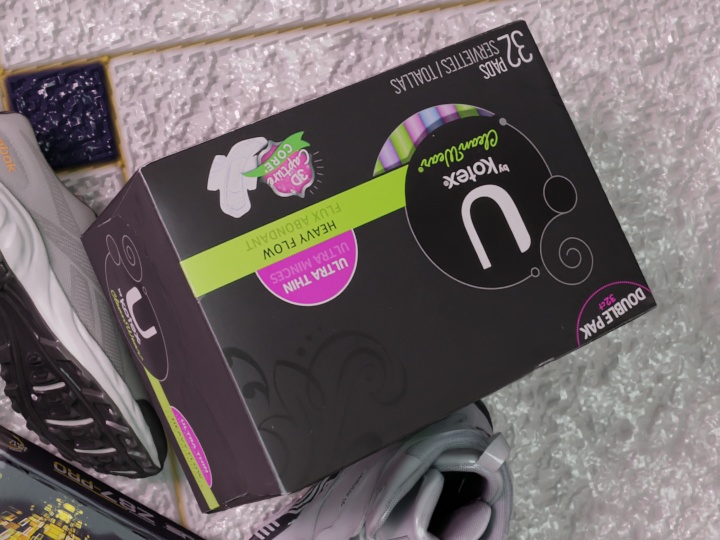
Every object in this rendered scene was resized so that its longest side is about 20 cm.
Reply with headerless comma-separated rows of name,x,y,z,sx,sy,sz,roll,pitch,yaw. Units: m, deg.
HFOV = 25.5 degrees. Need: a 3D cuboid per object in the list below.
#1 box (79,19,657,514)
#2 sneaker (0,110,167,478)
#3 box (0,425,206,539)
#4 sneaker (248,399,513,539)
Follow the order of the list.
box,0.000,0.000,0.720,0.199,0.124,0.149,-25,88,-25
sneaker,-0.140,0.015,0.760,0.079,0.074,0.201,-48,121,-43
box,-0.180,0.191,0.782,0.161,0.049,0.201,32,93,-12
sneaker,0.001,0.142,0.779,0.075,0.115,0.200,41,88,-12
